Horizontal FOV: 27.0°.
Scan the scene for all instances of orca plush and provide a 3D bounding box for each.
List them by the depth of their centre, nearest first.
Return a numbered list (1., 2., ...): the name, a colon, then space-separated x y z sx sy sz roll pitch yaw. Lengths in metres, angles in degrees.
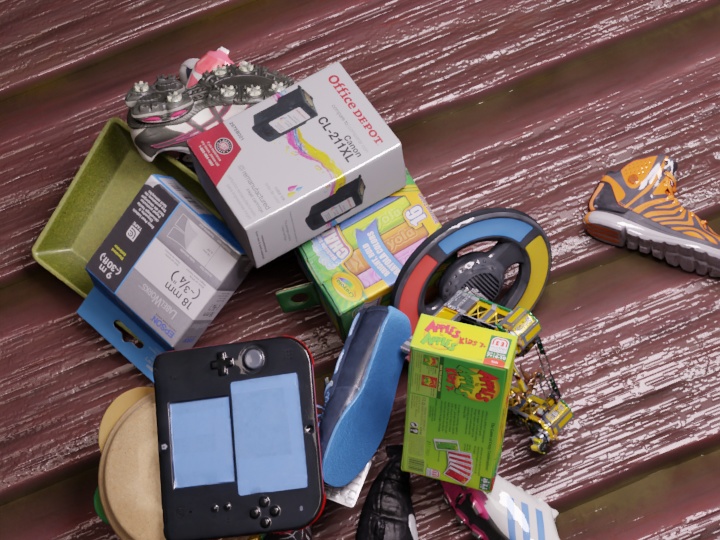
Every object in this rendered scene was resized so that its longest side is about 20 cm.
1. orca plush: 0.038 0.280 1.632 0.104 0.071 0.201 19 72 12

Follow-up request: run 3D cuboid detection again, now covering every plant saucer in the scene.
1. plant saucer: -0.258 -0.045 1.766 0.199 0.048 0.200 36 100 13

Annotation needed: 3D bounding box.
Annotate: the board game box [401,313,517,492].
1. board game box: 0.100 0.140 1.547 0.101 0.201 0.048 12 46 10

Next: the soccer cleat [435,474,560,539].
1. soccer cleat: 0.162 0.264 1.638 0.086 0.070 0.200 -26 65 -29

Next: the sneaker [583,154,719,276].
1. sneaker: 0.366 -0.070 1.732 0.199 0.078 0.113 21 73 13

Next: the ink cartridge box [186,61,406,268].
1. ink cartridge box: -0.069 -0.120 1.659 0.199 0.083 0.146 -30 59 -11

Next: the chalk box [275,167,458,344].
1. chalk box: 0.000 0.000 1.716 0.199 0.125 0.124 -30 68 -5

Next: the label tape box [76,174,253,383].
1. label tape box: -0.231 0.015 1.701 0.144 0.063 0.200 40 101 13

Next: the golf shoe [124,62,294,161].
1. golf shoe: -0.168 -0.181 1.714 0.198 0.089 0.077 -9 40 -9

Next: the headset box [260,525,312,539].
1. headset box: -0.127 0.212 1.672 0.147 0.077 0.202 0 71 5

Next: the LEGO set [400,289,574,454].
1. LEGO set: 0.130 0.125 1.608 0.116 0.201 0.153 -42 47 -22

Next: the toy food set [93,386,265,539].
1. toy food set: -0.188 0.221 1.600 0.198 0.049 0.200 -2 77 6

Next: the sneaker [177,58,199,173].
1. sneaker: -0.198 -0.156 1.817 0.129 0.080 0.200 -30 79 -15

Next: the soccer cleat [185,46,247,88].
1. soccer cleat: -0.114 -0.183 1.773 0.199 0.067 0.077 35 90 -11

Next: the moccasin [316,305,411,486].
1. moccasin: -0.005 0.135 1.615 0.068 0.080 0.201 11 70 46

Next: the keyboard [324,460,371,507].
1. keyboard: -0.089 0.197 1.627 0.199 0.011 0.057 19 72 11

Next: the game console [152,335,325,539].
1. game console: -0.127 0.175 1.561 0.175 0.031 0.202 -7 76 7

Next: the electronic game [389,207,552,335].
1. electronic game: 0.124 0.016 1.663 0.199 0.201 0.042 -29 46 -6
